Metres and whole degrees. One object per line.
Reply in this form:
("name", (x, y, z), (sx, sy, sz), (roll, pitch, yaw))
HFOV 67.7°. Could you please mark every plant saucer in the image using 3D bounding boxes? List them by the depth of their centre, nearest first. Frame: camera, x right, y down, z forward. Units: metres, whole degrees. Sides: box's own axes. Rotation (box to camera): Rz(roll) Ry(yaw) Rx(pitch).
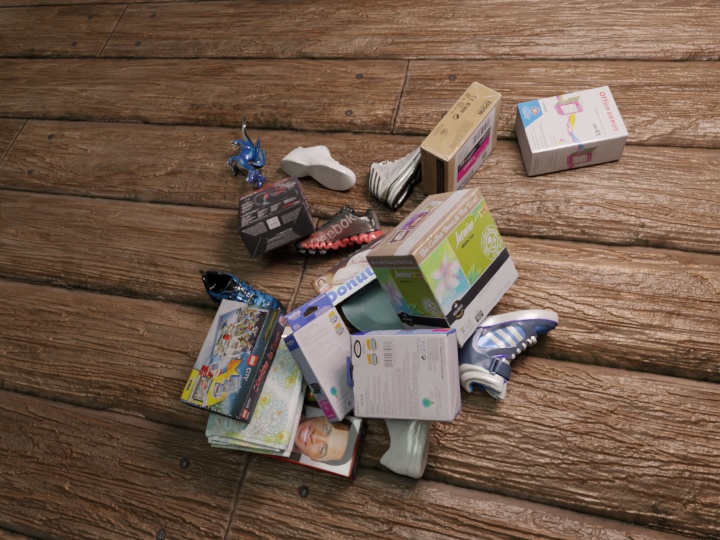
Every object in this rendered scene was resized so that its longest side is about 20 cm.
("plant saucer", (0.057, 0.046, 1.085), (0.197, 0.039, 0.204), (-5, 62, 9))

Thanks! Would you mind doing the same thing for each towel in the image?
("towel", (-0.179, 0.224, 0.967), (0.168, 0.048, 0.203), (1, 64, 21))

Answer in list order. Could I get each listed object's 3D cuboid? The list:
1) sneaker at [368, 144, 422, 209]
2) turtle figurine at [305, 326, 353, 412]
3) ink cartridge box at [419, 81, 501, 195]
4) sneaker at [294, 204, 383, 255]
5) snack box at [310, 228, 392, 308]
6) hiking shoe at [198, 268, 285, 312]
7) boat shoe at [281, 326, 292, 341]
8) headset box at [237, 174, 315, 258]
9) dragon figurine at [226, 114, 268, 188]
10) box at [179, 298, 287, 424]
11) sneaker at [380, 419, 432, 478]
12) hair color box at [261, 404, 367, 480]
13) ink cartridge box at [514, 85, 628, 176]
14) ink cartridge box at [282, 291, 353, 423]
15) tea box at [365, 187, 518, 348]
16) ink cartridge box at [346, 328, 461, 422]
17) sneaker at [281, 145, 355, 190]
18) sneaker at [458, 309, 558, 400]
("sneaker", (0.087, -0.243, 1.209), (0.115, 0.076, 0.201), (32, 75, 23))
("turtle figurine", (-0.084, 0.176, 1.014), (0.197, 0.065, 0.164), (12, 70, 7))
("ink cartridge box", (0.213, -0.266, 1.142), (0.075, 0.165, 0.201), (32, 74, 23))
("sneaker", (-0.048, -0.086, 1.146), (0.197, 0.071, 0.100), (-9, 89, 6))
("snack box", (0.000, 0.000, 1.081), (0.199, 0.024, 0.072), (-34, 69, -5))
("hiking shoe", (-0.250, 0.059, 1.118), (0.197, 0.087, 0.075), (17, 67, 20))
("boat shoe", (-0.180, 0.141, 1.071), (0.196, 0.066, 0.073), (-4, 61, 10))
("headset box", (-0.187, -0.127, 1.173), (0.147, 0.076, 0.201), (-23, 30, -1))
("dragon figurine", (-0.267, -0.289, 1.322), (0.098, 0.059, 0.203), (1, 63, 13))
("box", (-0.226, 0.159, 0.969), (0.135, 0.038, 0.203), (8, 66, 25))
("sneaker", (0.085, 0.251, 0.944), (0.087, 0.075, 0.203), (8, 67, 20))
("hair color box", (-0.096, 0.301, 0.971), (0.197, 0.061, 0.103), (8, 65, 16))
("ink cartridge box", (0.448, -0.300, 1.155), (0.196, 0.085, 0.147), (-9, 61, 6))
("ink cartridge box", (-0.058, 0.151, 0.956), (0.119, 0.042, 0.202), (-30, 94, -48))
("tea box", (0.149, -0.007, 0.960), (0.200, 0.198, 0.133), (-44, 24, -28))
("ink cartridge box", (0.059, 0.168, 0.882), (0.197, 0.076, 0.139), (-4, 87, 22))
("sneaker", (-0.088, -0.255, 1.262), (0.198, 0.076, 0.089), (21, 57, 23))
("sneaker", (0.266, 0.157, 0.964), (0.196, 0.081, 0.149), (-7, 69, 5))
